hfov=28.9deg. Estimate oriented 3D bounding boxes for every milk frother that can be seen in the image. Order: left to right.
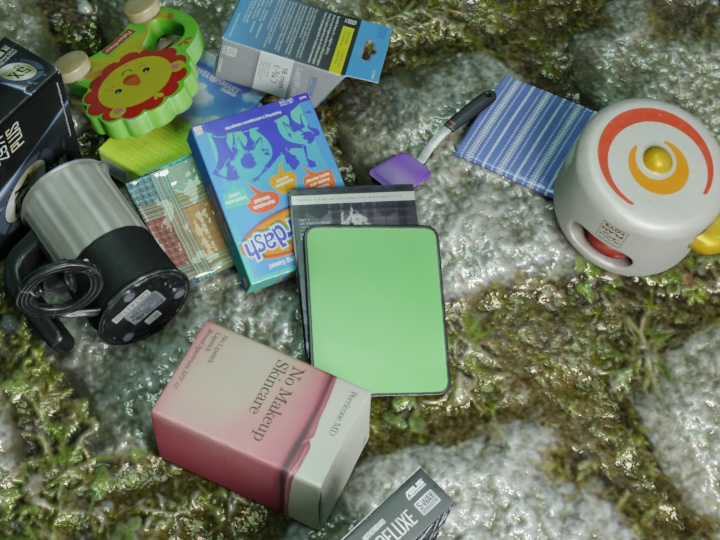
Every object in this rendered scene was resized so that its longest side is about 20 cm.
[{"bbox_3d":[-0.315,-0.027,1.535,0.180,0.200,0.188,-33,63,-15],"label":"milk frother"}]

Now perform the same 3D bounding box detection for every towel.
[{"bbox_3d":[-0.159,-0.079,1.647,0.199,0.022,0.147,-26,82,-21],"label":"towel"},{"bbox_3d":[0.237,-0.154,1.740,0.199,0.024,0.145,26,62,16],"label":"towel"}]

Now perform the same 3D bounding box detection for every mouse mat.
[{"bbox_3d":[0.018,0.044,1.570,0.160,0.008,0.202,0,74,-12],"label":"mouse mat"}]

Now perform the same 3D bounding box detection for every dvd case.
[{"bbox_3d":[0.000,0.000,1.592,0.147,0.016,0.202,-3,74,-12],"label":"dvd case"}]

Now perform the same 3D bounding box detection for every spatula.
[{"bbox_3d":[0.098,-0.163,1.732,0.200,0.021,0.056,-42,62,-17],"label":"spatula"}]

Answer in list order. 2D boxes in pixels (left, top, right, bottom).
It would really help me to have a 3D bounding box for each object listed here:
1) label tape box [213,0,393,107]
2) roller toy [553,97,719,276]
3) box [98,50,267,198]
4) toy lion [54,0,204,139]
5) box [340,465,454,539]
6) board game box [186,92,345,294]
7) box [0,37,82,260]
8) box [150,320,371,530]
[{"bbox_3d":[-0.070,-0.273,1.753,0.198,0.064,0.145,17,39,-2],"label":"label tape box"},{"bbox_3d":[0.325,-0.097,1.616,0.181,0.140,0.201,-8,67,-13],"label":"roller toy"},{"bbox_3d":[-0.213,-0.174,1.721,0.121,0.048,0.200,30,61,16],"label":"box"},{"bbox_3d":[-0.266,-0.244,1.716,0.191,0.069,0.200,23,59,37],"label":"toy lion"},{"bbox_3d":[0.007,0.288,1.339,0.157,0.200,0.050,-39,72,-23],"label":"box"},{"bbox_3d":[-0.097,-0.092,1.631,0.151,0.045,0.201,-20,80,-18],"label":"board game box"},{"bbox_3d":[-0.411,-0.134,1.599,0.086,0.201,0.164,31,61,18],"label":"box"},{"bbox_3d":[-0.102,0.162,1.471,0.199,0.109,0.128,22,59,13],"label":"box"}]
